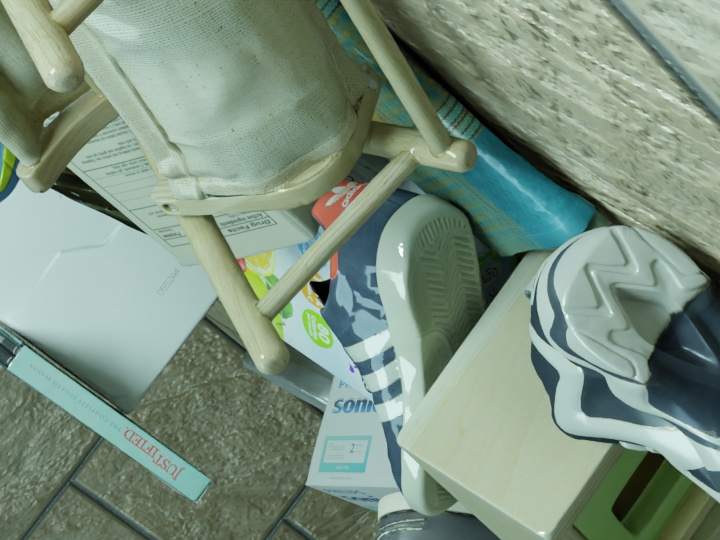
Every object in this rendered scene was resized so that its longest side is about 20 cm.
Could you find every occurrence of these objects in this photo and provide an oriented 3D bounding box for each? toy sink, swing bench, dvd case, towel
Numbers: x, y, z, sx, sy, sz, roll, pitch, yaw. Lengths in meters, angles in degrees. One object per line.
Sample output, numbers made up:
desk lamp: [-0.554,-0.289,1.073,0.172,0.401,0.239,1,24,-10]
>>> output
toy sink: [0.132,0.098,1.029,0.112,0.130,0.200,30,169,37]
swing bench: [-0.090,-0.097,0.802,0.200,0.130,0.199,35,166,38]
dvd case: [-0.180,0.082,1.268,0.146,0.022,0.200,38,173,-18]
towel: [0.016,-0.077,0.920,0.200,0.022,0.147,40,172,-10]

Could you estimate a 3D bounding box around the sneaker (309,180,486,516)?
sneaker: [0.019,0.036,1.026,0.084,0.075,0.200,24,135,36]

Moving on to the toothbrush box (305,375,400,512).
toothbrush box: [0.091,0.126,1.262,0.200,0.085,0.146,27,160,-35]

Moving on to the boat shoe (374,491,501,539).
boat shoe: [0.104,0.177,1.164,0.200,0.063,0.073,12,153,-13]

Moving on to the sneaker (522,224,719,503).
sneaker: [0.147,0.059,0.881,0.199,0.080,0.130,35,172,-10]

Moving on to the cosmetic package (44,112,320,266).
cosmetic package: [-0.108,-0.097,1.003,0.103,0.087,0.200,-11,138,40]

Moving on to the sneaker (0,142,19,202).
sneaker: [-0.218,-0.124,1.027,0.083,0.200,0.071,-14,164,40]

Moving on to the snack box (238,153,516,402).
snack box: [0.000,0.000,1.131,0.200,0.053,0.142,32,144,34]

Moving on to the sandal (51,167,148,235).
sandal: [-0.151,-0.064,1.155,0.082,0.055,0.200,26,-179,-32]

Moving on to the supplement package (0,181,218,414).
supplement package: [-0.153,-0.031,1.302,0.156,0.200,0.111,37,173,-3]

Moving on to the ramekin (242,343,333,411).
ramekin: [0.017,0.078,1.527,0.202,0.094,0.202,29,174,3]
